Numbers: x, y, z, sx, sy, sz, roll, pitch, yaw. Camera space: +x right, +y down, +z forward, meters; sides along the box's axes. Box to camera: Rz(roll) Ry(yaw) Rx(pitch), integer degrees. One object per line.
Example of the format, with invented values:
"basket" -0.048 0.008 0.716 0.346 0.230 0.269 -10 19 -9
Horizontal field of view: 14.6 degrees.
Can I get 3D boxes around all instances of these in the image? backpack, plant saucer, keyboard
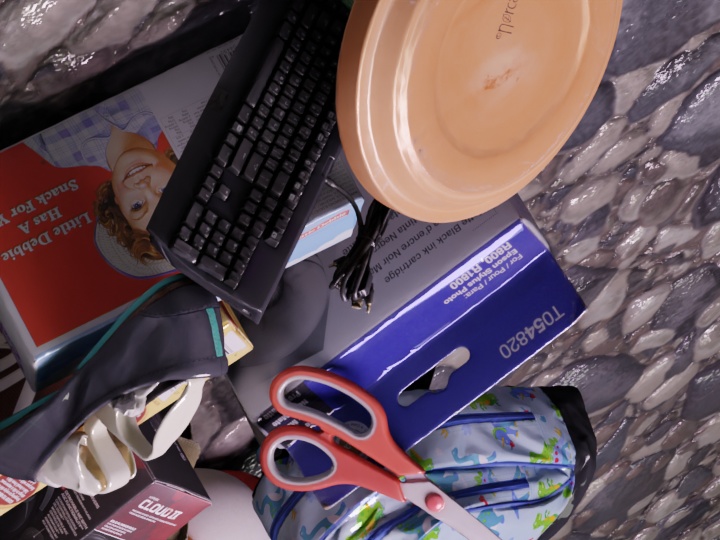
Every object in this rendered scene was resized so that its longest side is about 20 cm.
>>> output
"backpack" 0.031 0.139 1.692 0.199 0.154 0.163 19 132 -41
"plant saucer" 0.069 -0.117 1.450 0.200 0.032 0.201 -27 131 -36
"keyboard" -0.025 -0.056 1.465 0.021 0.127 0.201 -35 -154 52

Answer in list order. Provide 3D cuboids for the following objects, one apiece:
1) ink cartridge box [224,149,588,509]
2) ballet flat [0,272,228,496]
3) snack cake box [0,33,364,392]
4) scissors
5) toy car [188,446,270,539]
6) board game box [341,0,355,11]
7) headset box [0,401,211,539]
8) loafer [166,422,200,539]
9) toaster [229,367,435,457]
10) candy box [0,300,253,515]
"ink cartridge box" 0.000 0.000 1.612 0.199 0.200 0.041 -38 154 10
"ballet flat" -0.133 0.076 1.464 0.073 0.073 0.200 -5 154 -46
"snack cake box" -0.112 -0.033 1.506 0.199 0.115 0.067 -26 167 -14
"scissors" 0.035 0.118 1.584 0.014 0.199 0.074 -54 167 -79
"toy car" -0.104 0.181 1.899 0.184 0.177 0.200 -44 137 -1
"board game box" 0.038 -0.184 1.428 0.135 0.029 0.200 -52 143 -2
"headset box" -0.195 0.119 1.661 0.200 0.149 0.077 -38 154 10
"loafer" -0.141 0.130 1.753 0.076 0.200 0.068 21 111 -15
"toaster" -0.026 0.033 1.726 0.113 0.129 0.200 -24 155 -19
"candy box" -0.175 0.047 1.589 0.200 0.117 0.056 -34 156 2
